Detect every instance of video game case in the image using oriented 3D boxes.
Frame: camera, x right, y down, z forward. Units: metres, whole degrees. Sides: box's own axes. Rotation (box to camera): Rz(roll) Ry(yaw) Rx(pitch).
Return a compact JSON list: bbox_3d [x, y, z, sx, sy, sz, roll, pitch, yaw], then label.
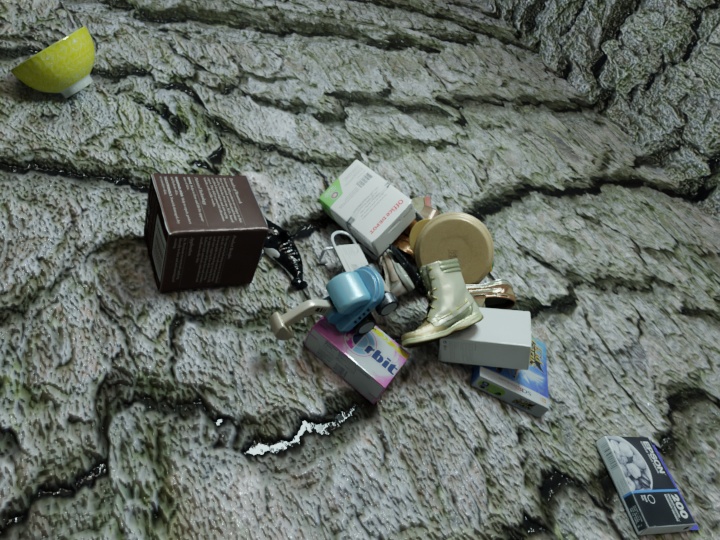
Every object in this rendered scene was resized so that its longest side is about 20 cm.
[{"bbox_3d":[0.353,0.219,1.268,0.179,0.046,0.202,26,42,-6],"label":"video game case"}]

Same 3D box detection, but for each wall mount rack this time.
[{"bbox_3d":[0.000,0.000,1.266,0.171,0.075,0.202,-6,53,-30],"label":"wall mount rack"}]

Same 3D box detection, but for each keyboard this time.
[{"bbox_3d":[0.131,-0.149,1.346,0.200,0.056,0.011,45,81,-1],"label":"keyboard"},{"bbox_3d":[0.129,0.015,1.264,0.128,0.020,0.200,57,6,28],"label":"keyboard"}]

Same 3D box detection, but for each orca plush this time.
[{"bbox_3d":[-0.178,-0.054,1.212,0.103,0.072,0.202,-4,51,-32],"label":"orca plush"}]

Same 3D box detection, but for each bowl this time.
[{"bbox_3d":[-0.708,-0.481,1.286,0.109,0.197,0.202,59,28,-33],"label":"bowl"}]

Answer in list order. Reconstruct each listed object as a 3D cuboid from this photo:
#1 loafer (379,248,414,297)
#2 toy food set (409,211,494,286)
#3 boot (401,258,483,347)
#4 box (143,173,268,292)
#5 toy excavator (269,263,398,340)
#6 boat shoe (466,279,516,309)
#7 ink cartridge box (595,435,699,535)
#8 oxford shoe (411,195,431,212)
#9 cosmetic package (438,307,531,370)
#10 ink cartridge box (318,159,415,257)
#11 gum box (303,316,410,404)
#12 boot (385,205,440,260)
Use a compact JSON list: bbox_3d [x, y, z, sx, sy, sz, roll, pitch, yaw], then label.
[{"bbox_3d":[0.068,0.007,1.224,0.072,0.062,0.200,53,5,-19],"label":"loafer"},{"bbox_3d":[0.223,-0.041,1.299,0.049,0.196,0.202,-53,125,-72],"label":"toy food set"},{"bbox_3d":[0.152,0.067,1.144,0.197,0.072,0.157,-18,82,-22],"label":"boot"},{"bbox_3d":[-0.316,-0.078,1.086,0.197,0.167,0.166,-5,51,-33],"label":"box"},{"bbox_3d":[-0.054,0.065,1.034,0.199,0.194,0.101,18,35,-52],"label":"toy excavator"},{"bbox_3d":[0.273,0.078,1.274,0.196,0.077,0.072,-18,38,3],"label":"boat shoe"},{"bbox_3d":[0.644,0.469,1.191,0.196,0.044,0.201,9,45,-24],"label":"ink cartridge box"},{"bbox_3d":[0.163,-0.126,1.498,0.073,0.071,0.202,-2,46,6],"label":"oxford shoe"},{"bbox_3d":[0.280,0.148,1.209,0.196,0.082,0.114,6,40,14],"label":"cosmetic package"},{"bbox_3d":[0.017,-0.154,1.330,0.146,0.084,0.199,-45,63,-8],"label":"ink cartridge box"},{"bbox_3d":[-0.011,0.158,1.103,0.199,0.067,0.113,38,43,10],"label":"gum box"},{"bbox_3d":[0.100,-0.111,1.435,0.197,0.077,0.157,22,67,26],"label":"boot"}]
